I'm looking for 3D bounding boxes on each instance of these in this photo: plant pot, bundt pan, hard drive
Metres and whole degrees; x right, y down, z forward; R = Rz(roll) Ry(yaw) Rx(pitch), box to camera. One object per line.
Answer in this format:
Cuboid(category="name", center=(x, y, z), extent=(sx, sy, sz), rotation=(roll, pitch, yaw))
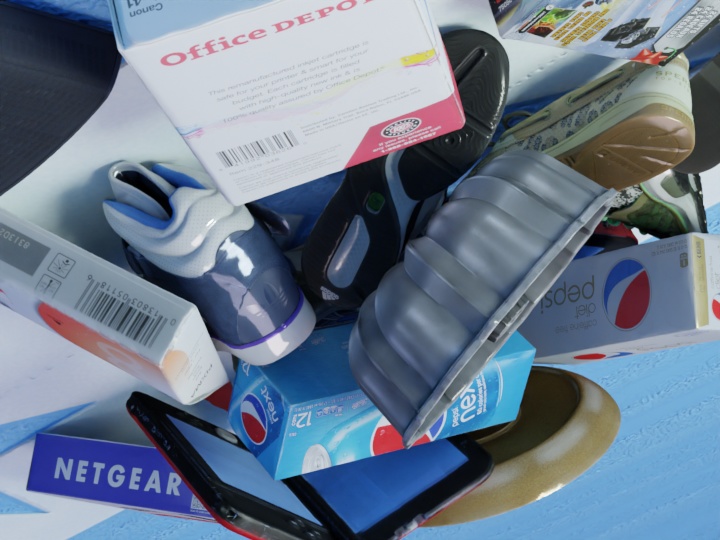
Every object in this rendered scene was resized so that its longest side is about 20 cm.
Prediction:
Cuboid(category="plant pot", center=(0.085, 0.117, 1.424), extent=(0.199, 0.028, 0.200), rotation=(-17, -161, 6))
Cuboid(category="bundt pan", center=(0.064, 0.008, 1.217), extent=(0.202, 0.076, 0.202), rotation=(-50, 173, -8))
Cuboid(category="hard drive", center=(-0.233, -0.078, 1.097), extent=(0.200, 0.043, 0.135), rotation=(-32, 152, 34))

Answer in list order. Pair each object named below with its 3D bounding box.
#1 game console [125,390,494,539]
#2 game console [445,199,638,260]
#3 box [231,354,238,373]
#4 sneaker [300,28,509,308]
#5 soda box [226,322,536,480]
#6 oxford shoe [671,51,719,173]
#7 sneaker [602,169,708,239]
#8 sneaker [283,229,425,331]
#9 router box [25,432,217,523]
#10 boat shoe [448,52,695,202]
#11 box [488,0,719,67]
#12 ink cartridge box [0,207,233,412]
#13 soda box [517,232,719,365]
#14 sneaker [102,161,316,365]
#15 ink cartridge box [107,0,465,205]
Cuboid(category="game console", center=(-0.039, 0.112, 1.368), extent=(0.172, 0.200, 0.119), rotation=(28, 95, -32))
Cuboid(category="game console", center=(0.090, 0.000, 1.495), extent=(0.199, 0.031, 0.177), rotation=(6, 149, -40))
Cuboid(category="box", center=(0.006, 0.056, 1.498), extent=(0.199, 0.021, 0.164), rotation=(-9, 173, -1))
Cuboid(category="sneaker", center=(0.034, -0.079, 1.256), extent=(0.201, 0.075, 0.115), rotation=(-57, 180, 27))
Cuboid(category="soda box", center=(0.015, 0.076, 1.336), extent=(0.199, 0.068, 0.064), rotation=(-11, 129, -32))
Cuboid(category="oxford shoe", center=(0.270, -0.140, 1.265), extent=(0.200, 0.071, 0.071), rotation=(-36, 180, 26))
Cuboid(category="sneaker", center=(0.190, -0.057, 1.396), extent=(0.088, 0.077, 0.200), rotation=(-9, 154, 17))
Cuboid(category="sneaker", center=(0.000, 0.000, 1.394), extent=(0.199, 0.077, 0.085), rotation=(-14, 172, 29))
Cuboid(category="router box", center=(-0.136, 0.175, 1.618), extent=(0.199, 0.049, 0.179), rotation=(3, 170, 35))
Cuboid(category="boat shoe", center=(0.137, -0.078, 1.286), extent=(0.073, 0.063, 0.200), rotation=(30, 145, -32))
Cuboid(category="box", center=(0.183, -0.188, 1.113), extent=(0.136, 0.040, 0.200), rotation=(5, 149, -38))
Cuboid(category="ink cartridge box", center=(-0.167, 0.043, 1.289), extent=(0.162, 0.050, 0.200), rotation=(26, 159, 16))
Cuboid(category="soda box", center=(0.188, 0.023, 1.415), extent=(0.063, 0.069, 0.200), rotation=(3, 169, -35))
Cuboid(category="sneaker", center=(-0.118, -0.019, 1.283), extent=(0.081, 0.147, 0.200), rotation=(-44, -154, -18))
Cuboid(category="ink cartridge box", center=(-0.036, -0.126, 1.058), extent=(0.147, 0.086, 0.200), rotation=(-17, 156, 5))
